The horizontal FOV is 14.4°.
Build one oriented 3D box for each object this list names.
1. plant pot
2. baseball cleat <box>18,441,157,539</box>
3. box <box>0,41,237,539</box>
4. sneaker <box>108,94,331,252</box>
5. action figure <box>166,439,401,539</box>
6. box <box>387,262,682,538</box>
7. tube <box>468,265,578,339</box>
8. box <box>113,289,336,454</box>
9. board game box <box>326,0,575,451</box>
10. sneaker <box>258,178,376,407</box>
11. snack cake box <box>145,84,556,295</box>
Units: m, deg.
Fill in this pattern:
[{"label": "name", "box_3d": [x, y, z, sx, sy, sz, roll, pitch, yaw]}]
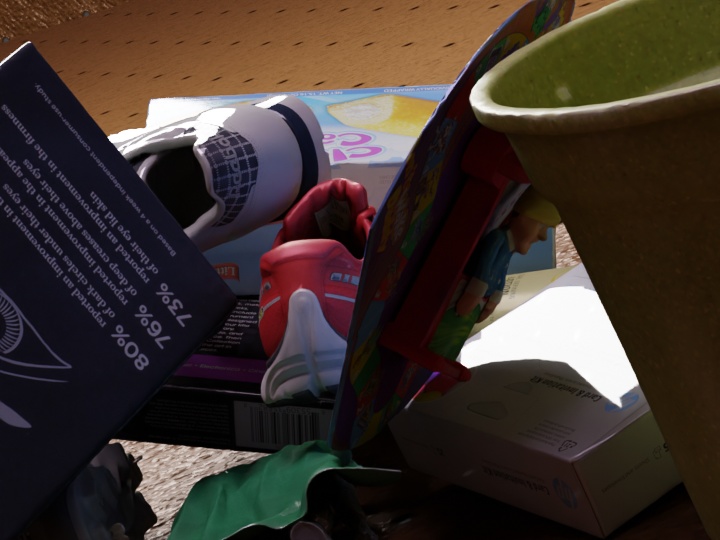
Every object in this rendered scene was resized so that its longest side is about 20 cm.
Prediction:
[{"label": "plant pot", "box_3d": [0.159, -0.005, 1.013, 0.199, 0.185, 0.200, -17, 14, 4]}, {"label": "baseball cleat", "box_3d": [-0.139, 0.125, 1.250, 0.106, 0.070, 0.200, -27, 3, 1]}, {"label": "box", "box_3d": [-0.173, 0.029, 1.175, 0.104, 0.148, 0.200, -28, 14, 49]}, {"label": "sneaker", "box_3d": [-0.107, -0.027, 1.291, 0.199, 0.077, 0.080, -26, -2, 39]}, {"label": "action figure", "box_3d": [-0.034, 0.102, 1.177, 0.117, 0.055, 0.200, -22, 5, 2]}, {"label": "box", "box_3d": [0.127, 0.028, 1.187, 0.199, 0.041, 0.156, -32, 21, -22]}, {"label": "tube", "box_3d": [0.112, 0.018, 1.314, 0.199, 0.058, 0.052, -9, -19, 25]}, {"label": "box", "box_3d": [-0.051, 0.028, 1.372, 0.142, 0.036, 0.200, 4, 25, 14]}, {"label": "board game box", "box_3d": [0.050, -0.009, 1.116, 0.039, 0.201, 0.158, 27, 46, 16]}, {"label": "sneaker", "box_3d": [0.000, 0.000, 1.252, 0.076, 0.086, 0.200, -9, 8, 11]}, {"label": "snack cake box", "box_3d": [-0.007, -0.041, 1.399, 0.198, 0.068, 0.115, -3, 21, -1]}]
